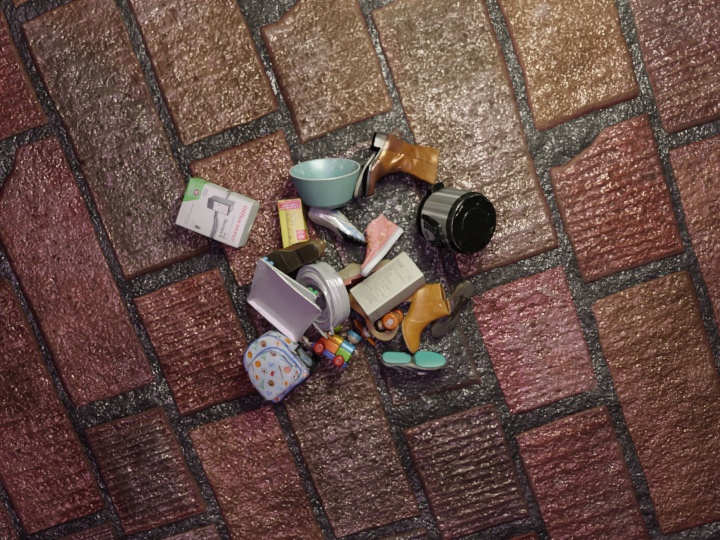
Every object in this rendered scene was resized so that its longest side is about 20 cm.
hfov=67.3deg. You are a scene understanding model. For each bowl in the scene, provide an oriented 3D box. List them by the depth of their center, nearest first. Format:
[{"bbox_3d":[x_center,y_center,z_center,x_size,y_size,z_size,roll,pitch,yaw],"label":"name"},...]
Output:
[{"bbox_3d":[-0.097,-0.241,1.538,0.200,0.201,0.105,-3,117,4],"label":"bowl"}]

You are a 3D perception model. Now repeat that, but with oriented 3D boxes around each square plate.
[{"bbox_3d":[-0.220,0.096,1.559,0.200,0.028,0.198,41,134,1],"label":"square plate"}]

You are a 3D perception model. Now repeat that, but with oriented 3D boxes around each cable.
[{"bbox_3d":[-0.110,0.074,1.575,0.200,0.069,0.200,43,136,31],"label":"cable"}]

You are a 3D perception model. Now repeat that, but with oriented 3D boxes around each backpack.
[{"bbox_3d":[-0.257,0.281,1.632,0.200,0.154,0.191,-41,83,11],"label":"backpack"}]

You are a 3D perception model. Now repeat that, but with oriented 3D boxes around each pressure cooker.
[{"bbox_3d":[0.257,-0.142,1.518,0.178,0.200,0.176,20,93,-33],"label":"pressure cooker"}]

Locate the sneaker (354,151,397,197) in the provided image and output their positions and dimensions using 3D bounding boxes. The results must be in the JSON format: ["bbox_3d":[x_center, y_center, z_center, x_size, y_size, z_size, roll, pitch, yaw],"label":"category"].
[{"bbox_3d":[0.065,-0.283,1.566,0.106,0.075,0.200,30,97,-2],"label":"sneaker"}]

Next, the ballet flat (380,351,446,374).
[{"bbox_3d":[0.159,0.283,1.648,0.199,0.073,0.073,3,98,0],"label":"ballet flat"}]

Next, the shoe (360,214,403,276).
[{"bbox_3d":[0.037,-0.075,1.566,0.091,0.072,0.200,38,61,2],"label":"shoe"}]

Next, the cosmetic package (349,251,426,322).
[{"bbox_3d":[0.081,0.049,1.576,0.200,0.071,0.105,-34,62,-4],"label":"cosmetic package"}]

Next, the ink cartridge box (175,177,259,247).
[{"bbox_3d":[-0.421,-0.171,1.605,0.199,0.084,0.146,21,99,0],"label":"ink cartridge box"}]

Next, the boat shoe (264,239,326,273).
[{"bbox_3d":[-0.187,-0.042,1.570,0.199,0.068,0.072,-11,108,26],"label":"boat shoe"}]

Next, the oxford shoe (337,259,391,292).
[{"bbox_3d":[0.000,0.000,1.614,0.199,0.071,0.075,-22,64,-8],"label":"oxford shoe"}]

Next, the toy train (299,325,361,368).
[{"bbox_3d":[-0.103,0.201,1.649,0.200,0.085,0.116,32,82,7],"label":"toy train"}]

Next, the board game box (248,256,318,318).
[{"bbox_3d":[-0.230,0.078,1.590,0.200,0.026,0.200,33,134,8],"label":"board game box"}]

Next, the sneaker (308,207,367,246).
[{"bbox_3d":[-0.058,-0.139,1.600,0.200,0.072,0.073,33,72,-8],"label":"sneaker"}]

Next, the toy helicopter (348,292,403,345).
[{"bbox_3d":[0.022,0.141,1.640,0.200,0.079,0.132,36,108,9],"label":"toy helicopter"}]

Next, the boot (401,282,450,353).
[{"bbox_3d":[0.196,0.141,1.600,0.144,0.071,0.202,-8,91,28],"label":"boot"}]

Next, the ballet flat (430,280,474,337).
[{"bbox_3d":[0.271,0.113,1.628,0.067,0.046,0.200,21,106,-31],"label":"ballet flat"}]

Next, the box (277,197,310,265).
[{"bbox_3d":[-0.196,-0.113,1.617,0.075,0.050,0.201,-5,98,5],"label":"box"}]

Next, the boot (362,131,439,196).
[{"bbox_3d":[0.113,-0.277,1.523,0.199,0.068,0.189,15,82,-14],"label":"boot"}]
